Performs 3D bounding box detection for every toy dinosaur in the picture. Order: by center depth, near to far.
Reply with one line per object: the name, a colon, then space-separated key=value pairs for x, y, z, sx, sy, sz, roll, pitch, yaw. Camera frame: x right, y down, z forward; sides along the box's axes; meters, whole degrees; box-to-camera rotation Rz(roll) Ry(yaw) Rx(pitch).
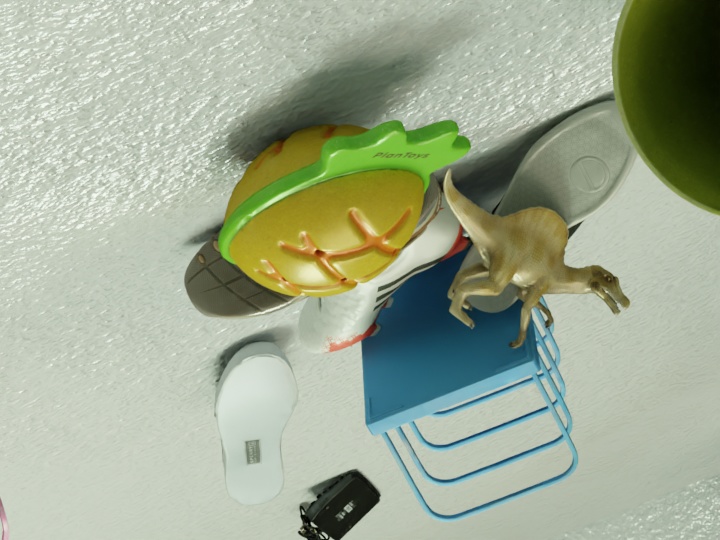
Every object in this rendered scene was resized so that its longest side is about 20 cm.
toy dinosaur: x=0.104 y=-0.009 z=1.811 sx=0.200 sy=0.058 sz=0.101 roll=30 pitch=104 yaw=-31

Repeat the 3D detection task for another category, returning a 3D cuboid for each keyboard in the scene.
keyboard: x=-0.035 y=0.268 z=2.815 sx=0.104 sy=0.040 sz=0.200 roll=-44 pitch=164 yaw=-4

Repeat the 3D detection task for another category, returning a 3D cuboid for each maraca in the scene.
maraca: x=-0.013 y=-0.048 z=1.614 sx=0.137 sy=0.107 sz=0.200 roll=-7 pitch=159 yaw=-39

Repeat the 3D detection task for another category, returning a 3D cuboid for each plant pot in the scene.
plant pot: x=0.285 y=-0.141 z=1.602 sx=0.187 sy=0.187 sz=0.200 roll=-29 pitch=177 yaw=29

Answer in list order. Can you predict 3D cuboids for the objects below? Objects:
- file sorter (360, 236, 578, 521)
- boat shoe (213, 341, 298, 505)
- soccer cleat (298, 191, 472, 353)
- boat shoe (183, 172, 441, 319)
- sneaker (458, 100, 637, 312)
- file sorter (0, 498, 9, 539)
file sorter: x=0.088 y=0.081 z=1.948 sx=0.139 sy=0.200 sz=0.123 roll=-22 pitch=120 yaw=12
boat shoe: x=-0.092 y=0.119 z=2.150 sx=0.073 sy=0.068 sz=0.200 roll=-8 pitch=139 yaw=-4
soccer cleat: x=0.000 y=0.000 z=1.885 sx=0.085 sy=0.069 sz=0.200 roll=6 pitch=148 yaw=-40
boat shoe: x=-0.029 y=-0.016 z=1.771 sx=0.200 sy=0.076 sz=0.072 roll=-22 pitch=167 yaw=11
sneaker: x=0.148 y=-0.063 z=1.864 sx=0.200 sy=0.071 sz=0.099 roll=-53 pitch=-179 yaw=28
file sorter: x=-0.379 y=0.181 z=1.894 sx=0.200 sy=0.126 sz=0.139 roll=-16 pitch=164 yaw=-14
